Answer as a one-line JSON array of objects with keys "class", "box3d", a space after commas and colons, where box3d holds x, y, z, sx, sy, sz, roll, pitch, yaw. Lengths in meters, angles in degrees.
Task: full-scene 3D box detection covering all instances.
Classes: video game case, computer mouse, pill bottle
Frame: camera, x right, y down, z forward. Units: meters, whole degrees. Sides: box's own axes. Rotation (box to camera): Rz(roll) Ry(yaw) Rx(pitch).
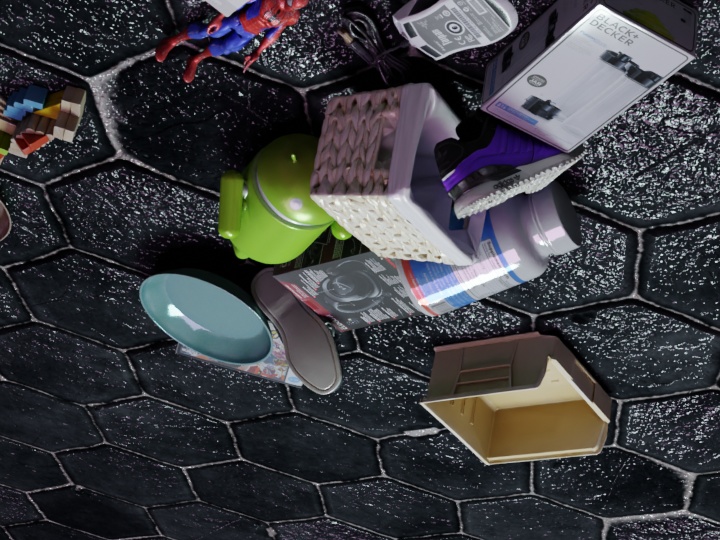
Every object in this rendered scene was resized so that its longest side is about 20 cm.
[{"class": "video game case", "box3d": [-0.162, 0.101, 1.979, 0.200, 0.026, 0.181, 16, 149, -6]}, {"class": "computer mouse", "box3d": [0.074, -0.243, 1.336, 0.200, 0.044, 0.110, -12, 137, 43]}, {"class": "pill bottle", "box3d": [0.148, -0.030, 1.567, 0.200, 0.112, 0.112, -23, 136, 22]}]

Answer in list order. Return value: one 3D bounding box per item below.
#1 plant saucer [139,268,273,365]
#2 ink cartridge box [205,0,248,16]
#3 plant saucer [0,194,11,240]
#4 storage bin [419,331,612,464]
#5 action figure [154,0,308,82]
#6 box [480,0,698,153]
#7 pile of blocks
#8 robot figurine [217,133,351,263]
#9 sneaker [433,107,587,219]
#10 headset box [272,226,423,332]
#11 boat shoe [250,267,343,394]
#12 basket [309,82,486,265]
[{"class": "plant saucer", "box3d": [-0.205, 0.056, 1.857, 0.200, 0.036, 0.200, 18, 146, 12]}, {"class": "ink cartridge box", "box3d": [-0.137, -0.340, 1.246, 0.200, 0.045, 0.176, 35, 141, -31]}, {"class": "plant saucer", "box3d": [-0.554, -0.100, 1.789, 0.200, 0.032, 0.200, 8, 149, 5]}, {"class": "storage bin", "box3d": [0.224, 0.183, 1.914, 0.198, 0.094, 0.200, -10, 142, 33]}, {"class": "action figure", "box3d": [-0.126, -0.247, 1.393, 0.200, 0.052, 0.065, -21, 132, 38]}, {"class": "box", "box3d": [0.219, -0.205, 1.326, 0.117, 0.060, 0.200, 25, 146, -20]}, {"class": "pile of blocks", "box3d": [-0.406, -0.168, 1.599, 0.200, 0.062, 0.082, -16, 139, 37]}, {"class": "robot figurine", "box3d": [-0.087, -0.083, 1.573, 0.175, 0.116, 0.200, 2, 154, -30]}, {"class": "sneaker", "box3d": [0.153, -0.130, 1.417, 0.200, 0.100, 0.070, -22, 168, -42]}, {"class": "headset box", "box3d": [0.000, 0.000, 1.714, 0.200, 0.077, 0.149, -13, 140, 37]}, {"class": "boat shoe", "box3d": [-0.077, 0.083, 1.786, 0.075, 0.200, 0.062, -42, 152, 6]}, {"class": "basket", "box3d": [0.046, -0.100, 1.460, 0.123, 0.136, 0.200, 2, 160, 27]}]
